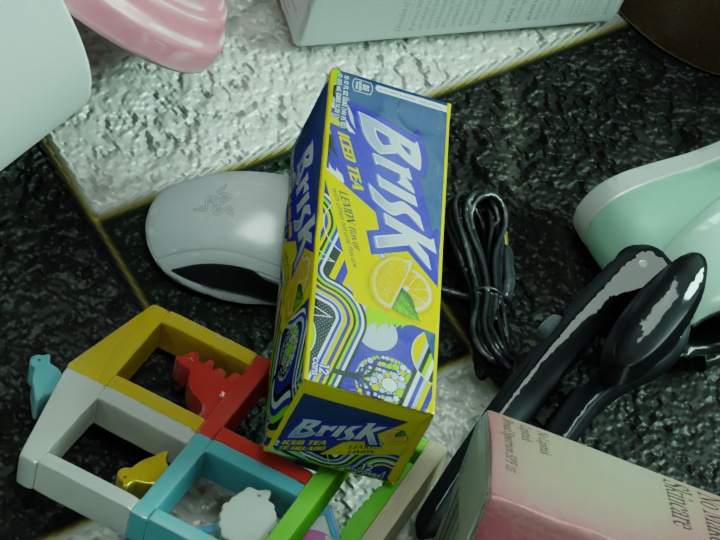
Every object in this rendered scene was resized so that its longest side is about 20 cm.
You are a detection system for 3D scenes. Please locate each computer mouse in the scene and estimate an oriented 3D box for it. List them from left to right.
[{"bbox_3d":[-0.011,-0.010,1.486,0.198,0.044,0.110,11,57,-11],"label":"computer mouse"}]

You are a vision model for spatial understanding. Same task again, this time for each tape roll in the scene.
[{"bbox_3d":[-0.218,-0.140,1.404,0.071,0.203,0.203,-39,75,-17],"label":"tape roll"}]

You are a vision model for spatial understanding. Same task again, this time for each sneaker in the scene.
[{"bbox_3d":[0.226,-0.018,1.541,0.199,0.074,0.119,-22,60,-13],"label":"sneaker"}]

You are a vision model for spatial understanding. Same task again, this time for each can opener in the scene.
[{"bbox_3d":[0.097,0.064,1.448,0.063,0.079,0.200,40,78,19],"label":"can opener"}]

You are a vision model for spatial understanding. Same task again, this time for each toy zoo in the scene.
[{"bbox_3d":[-0.074,0.087,1.389,0.199,0.021,0.131,26,43,14],"label":"toy zoo"}]

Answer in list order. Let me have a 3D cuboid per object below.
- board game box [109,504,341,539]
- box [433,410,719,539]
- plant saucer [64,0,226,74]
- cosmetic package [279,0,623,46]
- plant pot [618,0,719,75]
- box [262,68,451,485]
[{"bbox_3d":[-0.050,0.213,1.337,0.134,0.034,0.201,-7,61,-21],"label":"board game box"},{"bbox_3d":[0.131,0.163,1.349,0.199,0.110,0.128,20,14,-4],"label":"box"},{"bbox_3d":[-0.141,-0.185,1.482,0.200,0.051,0.201,39,16,-13],"label":"plant saucer"},{"bbox_3d":[0.048,-0.189,1.601,0.199,0.074,0.102,-6,56,-19],"label":"cosmetic package"},{"bbox_3d":[0.242,-0.240,1.617,0.185,0.200,0.188,8,56,-12],"label":"plant pot"},{"bbox_3d":[0.000,0.000,1.413,0.070,0.064,0.201,15,48,-13],"label":"box"}]
